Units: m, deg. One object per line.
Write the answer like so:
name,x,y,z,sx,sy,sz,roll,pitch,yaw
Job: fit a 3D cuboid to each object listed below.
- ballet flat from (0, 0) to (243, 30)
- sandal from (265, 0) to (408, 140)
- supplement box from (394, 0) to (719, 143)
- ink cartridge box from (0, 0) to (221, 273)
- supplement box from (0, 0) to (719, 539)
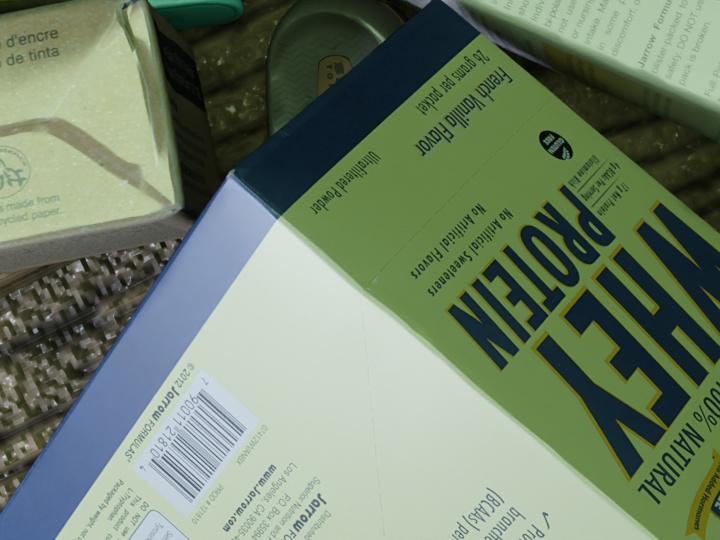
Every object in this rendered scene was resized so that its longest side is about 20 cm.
ballet flat,-0.138,-0.107,0.918,0.199,0.067,0.067,-11,85,-5
sandal,0.000,0.000,0.909,0.081,0.055,0.201,-4,96,23
supplement box,0.089,-0.100,0.872,0.199,0.126,0.074,24,92,6
ink cartridge box,-0.153,-0.033,0.868,0.199,0.165,0.075,-11,90,1
supplement box,0.024,0.067,0.805,0.200,0.134,0.200,41,130,4
